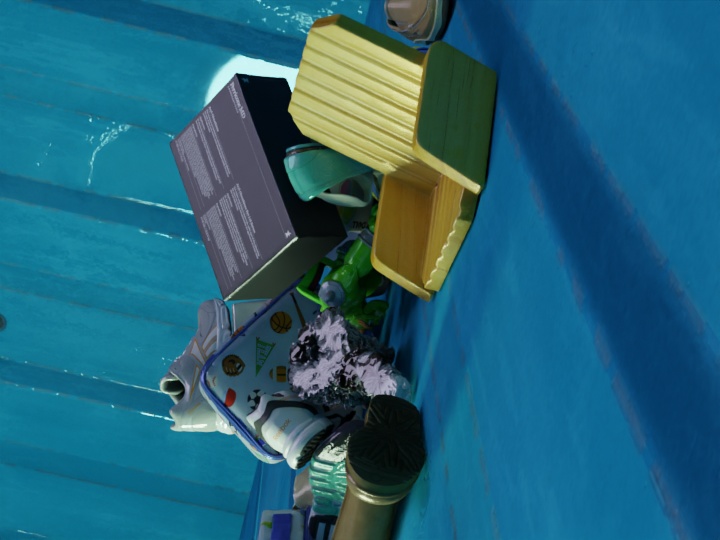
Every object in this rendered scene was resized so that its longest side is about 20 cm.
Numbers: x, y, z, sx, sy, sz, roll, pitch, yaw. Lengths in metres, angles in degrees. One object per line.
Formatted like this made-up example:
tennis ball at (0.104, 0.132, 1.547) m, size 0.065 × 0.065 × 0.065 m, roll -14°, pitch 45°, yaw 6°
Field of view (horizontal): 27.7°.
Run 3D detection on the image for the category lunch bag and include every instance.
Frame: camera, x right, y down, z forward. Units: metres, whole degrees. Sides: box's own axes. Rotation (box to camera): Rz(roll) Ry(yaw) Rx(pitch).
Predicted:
lunch bag at (-0.074, 0.115, 1.672) m, size 0.200 × 0.160 × 0.076 m, roll -42°, pitch -6°, yaw -15°
lunch bag at (-0.077, 0.355, 1.572) m, size 0.200 × 0.082 × 0.161 m, roll -89°, pitch -4°, yaw -72°

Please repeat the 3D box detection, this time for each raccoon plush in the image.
raccoon plush at (0.013, 0.122, 1.488) m, size 0.097 × 0.134 × 0.200 m, roll -55°, pitch 41°, yaw 8°

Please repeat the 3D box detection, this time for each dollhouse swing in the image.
dollhouse swing at (0.014, -0.106, 1.355) m, size 0.200 × 0.175 × 0.182 m, roll 113°, pitch 169°, yaw -57°

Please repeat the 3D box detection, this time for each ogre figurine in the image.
ogre figurine at (0.000, 0.000, 1.575) m, size 0.120 × 0.098 × 0.200 m, roll -51°, pitch 13°, yaw -8°

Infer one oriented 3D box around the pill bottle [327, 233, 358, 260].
pill bottle at (-0.014, -0.102, 2.018) m, size 0.200 × 0.106 × 0.107 m, roll -85°, pitch 9°, yaw -57°

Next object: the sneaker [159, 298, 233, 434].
sneaker at (-0.198, 0.112, 1.763) m, size 0.200 × 0.092 × 0.076 m, roll -100°, pitch 8°, yaw -46°

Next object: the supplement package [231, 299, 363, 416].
supplement package at (-0.083, 0.110, 1.843) m, size 0.200 × 0.151 × 0.151 m, roll 163°, pitch 103°, yaw -84°

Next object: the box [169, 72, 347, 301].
box at (-0.112, -0.088, 1.563) m, size 0.141 × 0.079 × 0.201 m, roll -40°, pitch 63°, yaw 42°

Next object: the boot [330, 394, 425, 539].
boot at (0.005, 0.231, 1.287) m, size 0.175 × 0.066 × 0.201 m, roll -56°, pitch -18°, yaw -70°

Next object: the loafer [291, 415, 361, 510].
loafer at (-0.041, 0.247, 1.675) m, size 0.076 × 0.068 × 0.201 m, roll -85°, pitch 9°, yaw -56°

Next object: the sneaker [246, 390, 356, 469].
sneaker at (-0.061, 0.155, 1.534) m, size 0.074 × 0.080 × 0.200 m, roll -54°, pitch -11°, yaw 1°

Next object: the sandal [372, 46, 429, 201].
sandal at (0.054, -0.168, 1.633) m, size 0.087 × 0.079 × 0.201 m, roll 138°, pitch 143°, yaw -75°

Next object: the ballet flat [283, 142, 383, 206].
ballet flat at (0.008, -0.103, 1.523) m, size 0.067 × 0.199 × 0.071 m, roll -12°, pitch 89°, yaw 55°

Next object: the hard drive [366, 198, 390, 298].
hard drive at (0.035, -0.075, 1.773) m, size 0.135 × 0.042 × 0.201 m, roll -86°, pitch 10°, yaw -58°

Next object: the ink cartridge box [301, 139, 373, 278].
ink cartridge box at (-0.057, -0.056, 1.723) m, size 0.148 × 0.076 × 0.201 m, roll -1°, pitch -75°, yaw -62°

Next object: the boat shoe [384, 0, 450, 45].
boat shoe at (0.067, -0.327, 1.851) m, size 0.200 × 0.076 × 0.072 m, roll 142°, pitch 141°, yaw -81°

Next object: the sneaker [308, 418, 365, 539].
sneaker at (-0.015, 0.199, 1.511) m, size 0.200 × 0.074 × 0.088 m, roll 107°, pitch 178°, yaw -46°
